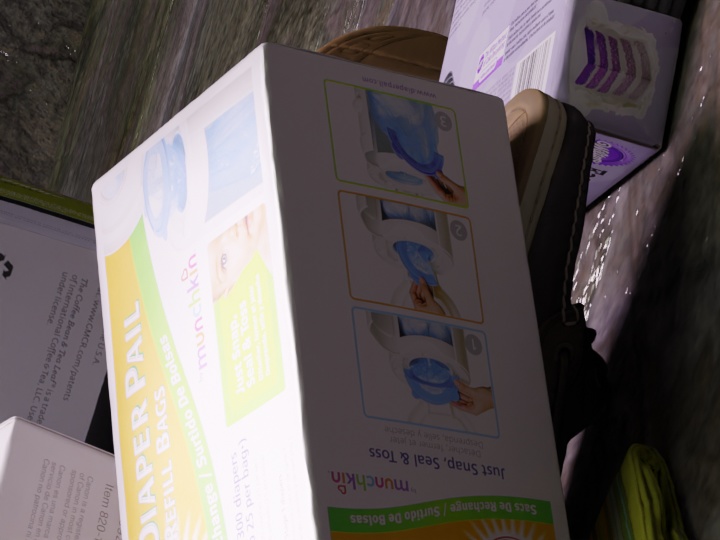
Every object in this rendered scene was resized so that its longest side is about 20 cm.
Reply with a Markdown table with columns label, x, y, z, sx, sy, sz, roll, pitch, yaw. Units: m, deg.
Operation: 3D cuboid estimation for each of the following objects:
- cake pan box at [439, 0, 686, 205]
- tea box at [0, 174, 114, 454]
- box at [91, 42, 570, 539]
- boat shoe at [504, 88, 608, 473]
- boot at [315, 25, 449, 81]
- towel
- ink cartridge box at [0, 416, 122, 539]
| label | x | y | z | sx | sy | sz | roll | pitch | yaw |
| --- | --- | --- | --- | --- | --- | --- | --- | --- | --- |
| cake pan box | 0.080 | -0.112 | 1.140 | 0.200 | 0.052 | 0.185 | 135 | 147 | -69 |
| tea box | -0.146 | 0.072 | 1.243 | 0.197 | 0.133 | 0.201 | -147 | 75 | -78 |
| box | -0.011 | 0.047 | 0.945 | 0.112 | 0.101 | 0.201 | -35 | 54 | 45 |
| boat shoe | 0.053 | 0.040 | 1.013 | 0.072 | 0.064 | 0.201 | -160 | 83 | -75 |
| boot | 0.000 | 0.000 | 1.273 | 0.200 | 0.072 | 0.156 | -71 | -16 | -51 |
| towel | 0.062 | 0.158 | 0.938 | 0.086 | 0.018 | 0.201 | -89 | 18 | -65 |
| ink cartridge box | -0.077 | 0.163 | 1.097 | 0.083 | 0.199 | 0.147 | -28 | 44 | 52 |
